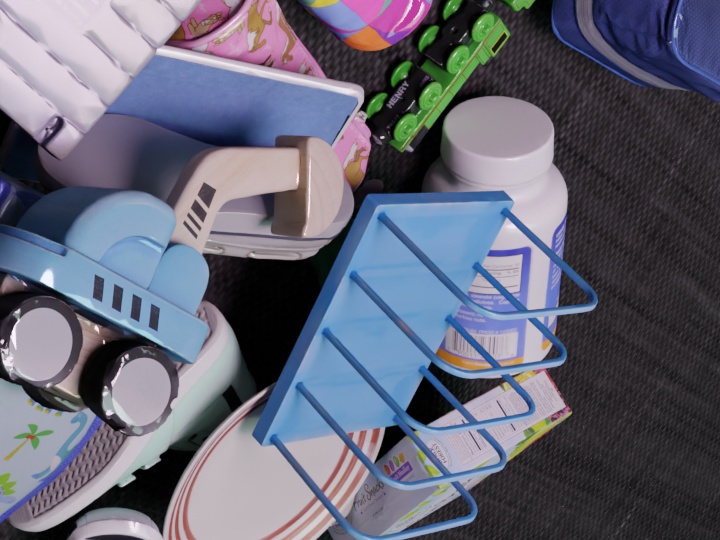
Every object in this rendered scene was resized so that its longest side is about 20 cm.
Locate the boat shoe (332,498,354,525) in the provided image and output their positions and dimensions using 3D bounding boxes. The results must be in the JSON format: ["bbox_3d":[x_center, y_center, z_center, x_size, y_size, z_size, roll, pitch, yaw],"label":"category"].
[{"bbox_3d":[-0.045,0.136,1.325,0.092,0.074,0.202,-28,138,-38],"label":"boat shoe"}]

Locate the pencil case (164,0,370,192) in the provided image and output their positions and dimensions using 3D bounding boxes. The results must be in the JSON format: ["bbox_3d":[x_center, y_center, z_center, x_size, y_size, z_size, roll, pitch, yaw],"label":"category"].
[{"bbox_3d":[-0.065,-0.118,1.101,0.087,0.082,0.200,-64,145,-19],"label":"pencil case"}]

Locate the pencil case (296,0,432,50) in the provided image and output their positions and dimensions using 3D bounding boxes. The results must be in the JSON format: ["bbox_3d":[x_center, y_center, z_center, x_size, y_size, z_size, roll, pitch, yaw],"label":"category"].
[{"bbox_3d":[-0.030,-0.212,1.062,0.089,0.088,0.200,-52,144,0],"label":"pencil case"}]

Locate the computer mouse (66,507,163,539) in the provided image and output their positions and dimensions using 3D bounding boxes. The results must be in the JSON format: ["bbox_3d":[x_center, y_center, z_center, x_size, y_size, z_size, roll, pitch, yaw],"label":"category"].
[{"bbox_3d":[-0.177,0.218,1.229,0.108,0.044,0.201,7,139,-12],"label":"computer mouse"}]

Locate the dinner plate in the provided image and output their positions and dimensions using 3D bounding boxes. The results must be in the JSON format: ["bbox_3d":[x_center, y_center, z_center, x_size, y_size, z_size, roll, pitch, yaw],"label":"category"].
[{"bbox_3d":[-0.064,0.145,1.249,0.199,0.024,0.201,-28,140,-26],"label":"dinner plate"}]

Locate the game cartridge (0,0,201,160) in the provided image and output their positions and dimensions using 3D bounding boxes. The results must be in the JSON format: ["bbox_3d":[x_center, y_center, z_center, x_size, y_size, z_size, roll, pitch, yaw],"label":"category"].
[{"bbox_3d":[-0.191,-0.170,0.922,0.130,0.038,0.200,-51,121,-8],"label":"game cartridge"}]

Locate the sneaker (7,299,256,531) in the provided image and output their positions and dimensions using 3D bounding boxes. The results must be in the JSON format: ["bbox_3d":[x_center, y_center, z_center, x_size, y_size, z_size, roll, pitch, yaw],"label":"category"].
[{"bbox_3d":[-0.151,0.124,1.213,0.200,0.074,0.118,-43,144,-9],"label":"sneaker"}]

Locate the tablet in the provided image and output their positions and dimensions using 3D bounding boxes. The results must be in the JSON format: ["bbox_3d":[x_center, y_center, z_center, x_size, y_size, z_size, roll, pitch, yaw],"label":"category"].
[{"bbox_3d":[-0.109,-0.086,1.053,0.198,0.014,0.130,9,138,-26],"label":"tablet"}]

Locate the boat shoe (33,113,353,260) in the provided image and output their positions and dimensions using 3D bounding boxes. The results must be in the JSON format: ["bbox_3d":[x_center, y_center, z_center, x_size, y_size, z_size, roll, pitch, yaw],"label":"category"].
[{"bbox_3d":[-0.104,-0.042,1.047,0.198,0.073,0.066,4,144,-27],"label":"boat shoe"}]

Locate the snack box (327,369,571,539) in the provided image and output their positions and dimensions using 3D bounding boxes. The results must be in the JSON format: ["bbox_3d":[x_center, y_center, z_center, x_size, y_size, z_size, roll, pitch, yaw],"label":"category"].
[{"bbox_3d":[0.064,0.157,1.397,0.141,0.053,0.200,-24,166,-30],"label":"snack box"}]

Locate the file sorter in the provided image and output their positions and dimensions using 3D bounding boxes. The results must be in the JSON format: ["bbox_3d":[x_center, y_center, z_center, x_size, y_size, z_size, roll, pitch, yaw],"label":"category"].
[{"bbox_3d":[0.047,0.064,1.156,0.138,0.123,0.201,-5,129,-46],"label":"file sorter"}]

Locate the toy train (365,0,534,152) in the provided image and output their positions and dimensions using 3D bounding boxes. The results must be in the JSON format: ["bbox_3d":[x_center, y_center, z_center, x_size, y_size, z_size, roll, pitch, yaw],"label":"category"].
[{"bbox_3d":[0.076,-0.167,1.243,0.201,0.042,0.056,-52,153,0],"label":"toy train"}]

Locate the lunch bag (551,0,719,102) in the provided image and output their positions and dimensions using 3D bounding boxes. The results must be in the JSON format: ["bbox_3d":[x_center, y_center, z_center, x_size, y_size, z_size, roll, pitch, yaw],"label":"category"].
[{"bbox_3d":[0.239,-0.209,1.302,0.199,0.132,0.137,20,89,-50],"label":"lunch bag"}]

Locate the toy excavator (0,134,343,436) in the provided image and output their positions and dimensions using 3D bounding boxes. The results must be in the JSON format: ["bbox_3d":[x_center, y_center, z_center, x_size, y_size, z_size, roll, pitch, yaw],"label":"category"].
[{"bbox_3d":[-0.112,-0.012,0.944,0.194,0.099,0.202,30,78,-36],"label":"toy excavator"}]

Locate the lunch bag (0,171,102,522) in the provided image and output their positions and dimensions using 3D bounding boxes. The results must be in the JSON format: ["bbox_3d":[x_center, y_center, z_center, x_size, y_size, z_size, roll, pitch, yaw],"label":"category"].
[{"bbox_3d":[-0.231,0.044,1.023,0.170,0.127,0.201,30,86,-51],"label":"lunch bag"}]

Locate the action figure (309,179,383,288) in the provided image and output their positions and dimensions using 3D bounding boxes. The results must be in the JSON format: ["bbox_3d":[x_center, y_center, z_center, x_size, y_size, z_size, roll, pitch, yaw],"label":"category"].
[{"bbox_3d":[0.000,0.000,1.261,0.055,0.118,0.201,-49,152,-22],"label":"action figure"}]

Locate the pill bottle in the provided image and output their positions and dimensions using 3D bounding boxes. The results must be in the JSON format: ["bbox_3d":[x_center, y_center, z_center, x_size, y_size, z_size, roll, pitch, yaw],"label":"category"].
[{"bbox_3d":[0.099,-0.027,1.316,0.111,0.112,0.202,-26,135,-29],"label":"pill bottle"}]
